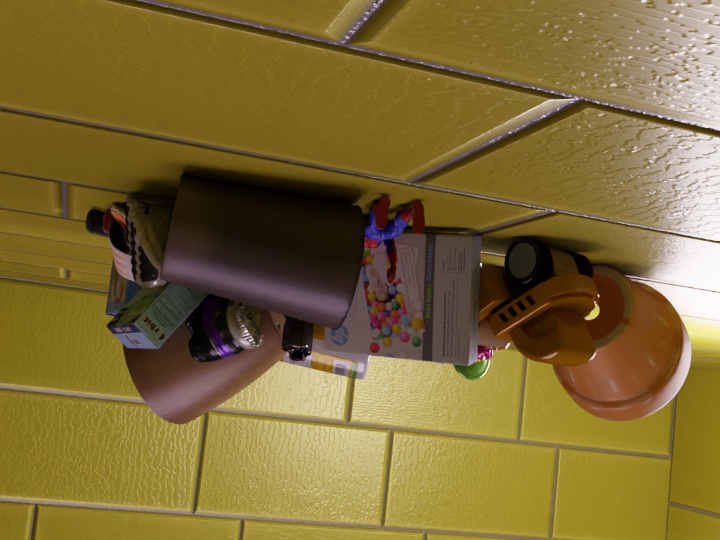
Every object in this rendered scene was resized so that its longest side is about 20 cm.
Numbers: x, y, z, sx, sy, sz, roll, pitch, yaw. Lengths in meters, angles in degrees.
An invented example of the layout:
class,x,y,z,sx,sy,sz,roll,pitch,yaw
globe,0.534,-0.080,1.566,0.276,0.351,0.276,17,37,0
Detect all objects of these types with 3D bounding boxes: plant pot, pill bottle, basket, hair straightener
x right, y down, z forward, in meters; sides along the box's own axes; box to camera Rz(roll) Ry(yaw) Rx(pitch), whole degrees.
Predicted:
class,x,y,z,sx,sy,sz,roll,pitch,yaw
plant pot,-0.184,0.085,1.285,0.197,0.190,0.186,-21,162,22
plant pot,0.348,0.087,1.362,0.197,0.204,0.183,2,156,33
pill bottle,-0.077,0.084,1.405,0.196,0.113,0.111,13,174,2
basket,-0.109,-0.025,1.042,0.196,0.139,0.180,13,-172,-11
hair straightener,-0.327,-0.059,1.412,0.076,0.042,0.199,3,177,31

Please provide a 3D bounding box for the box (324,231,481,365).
class,x,y,z,sx,sy,sz,roll,pitch,yaw
box,0.051,0.030,1.211,0.196,0.160,0.041,4,-175,25

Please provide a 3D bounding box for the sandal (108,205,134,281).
class,x,y,z,sx,sy,sz,roll,pitch,yaw
sandal,-0.302,-0.004,1.339,0.079,0.059,0.208,32,157,31

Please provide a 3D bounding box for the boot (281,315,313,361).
class,x,y,z,sx,sy,sz,roll,pitch,yaw
boot,-0.079,0.026,1.223,0.068,0.178,0.200,3,174,0

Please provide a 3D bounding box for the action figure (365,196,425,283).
class,x,y,z,sx,sy,sz,roll,pitch,yaw
action figure,0.018,-0.022,1.105,0.064,0.101,0.200,9,176,-11

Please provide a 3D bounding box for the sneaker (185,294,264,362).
class,x,y,z,sx,sy,sz,roll,pitch,yaw
sneaker,-0.161,0.043,1.144,0.098,0.070,0.201,-28,-161,15

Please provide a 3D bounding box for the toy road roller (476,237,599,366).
class,x,y,z,sx,sy,sz,roll,pitch,yaw
toy road roller,0.208,0.064,1.208,0.121,0.148,0.199,12,142,-41

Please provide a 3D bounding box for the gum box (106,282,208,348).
class,x,y,z,sx,sy,sz,roll,pitch,yaw
gum box,-0.211,0.007,1.172,0.045,0.200,0.169,47,159,-15

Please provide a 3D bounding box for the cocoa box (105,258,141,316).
class,x,y,z,sx,sy,sz,roll,pitch,yaw
cocoa box,-0.335,0.015,1.584,0.129,0.136,0.199,10,173,-23

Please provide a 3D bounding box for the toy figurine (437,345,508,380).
class,x,y,z,sx,sy,sz,roll,pitch,yaw
toy figurine,0.189,0.074,1.502,0.201,0.150,0.183,50,146,-11

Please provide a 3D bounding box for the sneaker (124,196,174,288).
class,x,y,z,sx,sy,sz,roll,pitch,yaw
sneaker,-0.238,-0.039,1.150,0.079,0.077,0.200,-1,-156,-16
